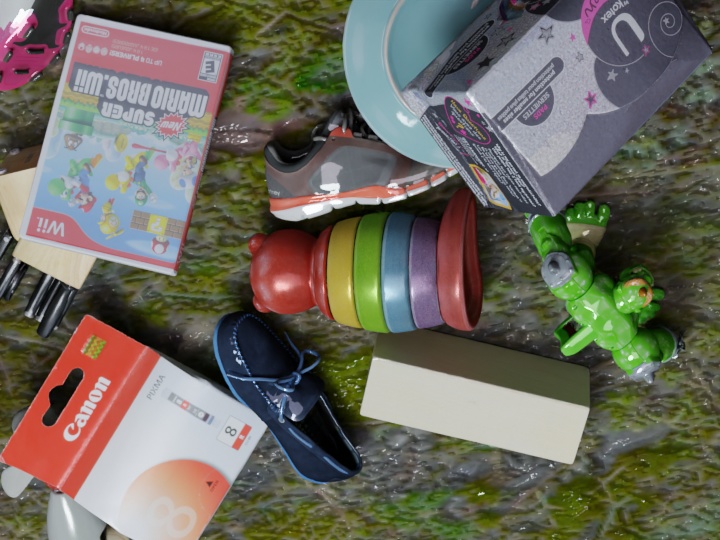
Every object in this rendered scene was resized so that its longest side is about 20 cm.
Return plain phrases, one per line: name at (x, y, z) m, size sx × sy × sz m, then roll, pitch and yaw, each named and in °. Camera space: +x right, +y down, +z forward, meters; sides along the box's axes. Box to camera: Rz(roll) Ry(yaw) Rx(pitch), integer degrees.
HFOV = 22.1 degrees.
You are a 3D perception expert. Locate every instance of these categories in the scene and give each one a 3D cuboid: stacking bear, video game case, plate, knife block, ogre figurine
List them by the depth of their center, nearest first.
plate at (0.085, -0.183, 1.527) m, size 0.199 × 0.026 × 0.201 m, roll -1°, pitch 98°, yaw -6°
video game case at (-0.199, -0.108, 1.569) m, size 0.142 × 0.017 × 0.201 m, roll 13°, pitch 85°, yaw 11°
ogre figurine at (0.211, 0.023, 1.597) m, size 0.098 × 0.120 × 0.201 m, roll -18°, pitch 113°, yaw 15°
stacking bear at (0.000, 0.000, 1.622) m, size 0.199 × 0.114 × 0.122 m, roll -1°, pitch 116°, yaw 12°
knife block at (-0.252, -0.029, 1.657) m, size 0.199 × 0.064 × 0.176 m, roll -13°, pitch 114°, yaw 12°

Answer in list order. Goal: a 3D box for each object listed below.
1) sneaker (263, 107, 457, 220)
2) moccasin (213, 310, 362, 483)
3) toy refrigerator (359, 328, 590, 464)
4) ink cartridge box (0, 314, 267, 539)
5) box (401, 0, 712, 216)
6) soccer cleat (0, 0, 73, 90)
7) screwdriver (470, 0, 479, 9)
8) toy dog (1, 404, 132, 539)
sneaker at (0.005, -0.103, 1.588) m, size 0.199 × 0.077 × 0.082 m, roll -14°, pitch 106°, yaw 12°
moccasin at (-0.058, 0.112, 1.695) m, size 0.068 × 0.081 × 0.200 m, roll -5°, pitch 133°, yaw 43°
toy refrigerator at (0.104, 0.113, 1.678) m, size 0.199 × 0.076 × 0.070 m, roll 12°, pitch 117°, yaw 0°
ink cartridge box at (-0.205, 0.156, 1.694) m, size 0.200 × 0.050 × 0.163 m, roll 31°, pitch 92°, yaw -28°
box at (0.157, -0.159, 1.461) m, size 0.200 × 0.115 × 0.132 m, roll -45°, pitch 113°, yaw -16°
soccer cleat at (-0.280, -0.244, 1.562) m, size 0.087 × 0.070 × 0.200 m, roll 55°, pitch 134°, yaw 25°
screwdriver at (0.140, -0.298, 1.479) m, size 0.028 × 0.029 × 0.201 m, roll 21°, pitch 102°, yaw -31°
toy dog at (-0.278, 0.215, 1.770) m, size 0.131 × 0.096 × 0.201 m, roll 0°, pitch 105°, yaw -13°
